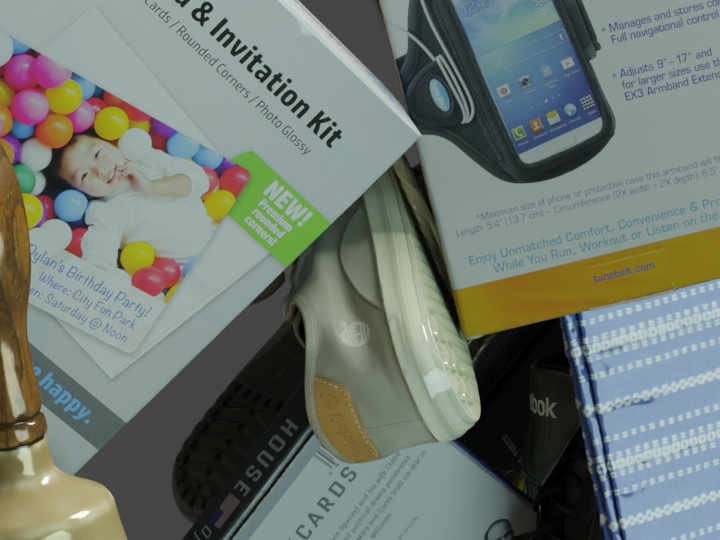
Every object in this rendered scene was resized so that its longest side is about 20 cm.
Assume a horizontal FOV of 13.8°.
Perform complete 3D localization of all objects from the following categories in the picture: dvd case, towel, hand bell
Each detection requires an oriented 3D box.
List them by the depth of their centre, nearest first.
[{"bbox_3d":[-0.112,0.043,0.934,0.104,0.104,0.201,-19,106,-36],"label":"hand bell"},{"bbox_3d":[0.136,0.017,1.073,0.144,0.024,0.201,-16,101,-19],"label":"towel"},{"bbox_3d":[0.005,0.135,1.117,0.150,0.025,0.200,-52,133,-2],"label":"dvd case"}]

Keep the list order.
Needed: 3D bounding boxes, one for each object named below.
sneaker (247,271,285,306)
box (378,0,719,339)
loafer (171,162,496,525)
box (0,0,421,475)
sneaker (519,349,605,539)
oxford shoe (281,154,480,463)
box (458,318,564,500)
[{"bbox_3d":[-0.050,-0.075,1.026,0.088,0.081,0.201,9,105,-13],"label":"sneaker"},{"bbox_3d":[0.068,-0.088,0.997,0.119,0.041,0.201,-13,98,6],"label":"box"},{"bbox_3d":[0.011,0.033,1.135,0.200,0.076,0.068,-46,129,-10],"label":"loafer"},{"bbox_3d":[-0.104,-0.029,0.961,0.200,0.041,0.156,-44,116,6],"label":"box"},{"bbox_3d":[0.089,0.075,1.106,0.090,0.066,0.201,30,83,-21],"label":"sneaker"},{"bbox_3d":[0.000,0.000,1.043,0.058,0.200,0.075,-24,119,10],"label":"oxford shoe"},{"bbox_3d":[0.076,0.112,1.223,0.158,0.051,0.200,-49,128,-17],"label":"box"}]
